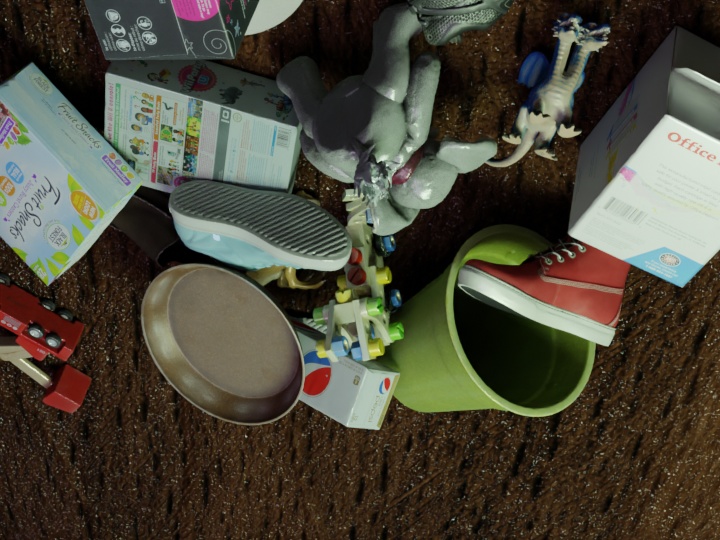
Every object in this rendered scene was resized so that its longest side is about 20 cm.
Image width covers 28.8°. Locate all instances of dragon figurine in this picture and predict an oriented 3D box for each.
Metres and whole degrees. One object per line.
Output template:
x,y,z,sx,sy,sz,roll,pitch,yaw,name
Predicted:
0.174,-0.163,1.302,0.058,0.100,0.200,19,158,-6,dragon figurine

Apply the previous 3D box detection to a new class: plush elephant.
0.035,-0.123,1.325,0.164,0.202,0.154,-29,145,25,plush elephant

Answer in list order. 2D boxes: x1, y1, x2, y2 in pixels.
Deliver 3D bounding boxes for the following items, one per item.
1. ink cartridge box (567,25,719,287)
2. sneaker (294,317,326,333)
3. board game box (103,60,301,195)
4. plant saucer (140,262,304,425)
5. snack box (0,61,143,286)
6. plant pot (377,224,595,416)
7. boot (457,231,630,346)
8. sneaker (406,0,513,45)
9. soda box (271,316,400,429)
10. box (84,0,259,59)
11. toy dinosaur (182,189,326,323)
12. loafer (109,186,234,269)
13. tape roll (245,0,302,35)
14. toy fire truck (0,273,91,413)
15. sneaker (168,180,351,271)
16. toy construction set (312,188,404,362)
0.296,-0.108,1.272,0.127,0.126,0.200,24,138,-10,ink cartridge box
-0.099,0.116,1.689,0.196,0.080,0.130,-3,159,-9,sneaker
-0.160,-0.141,1.431,0.198,0.065,0.148,15,139,0,board game box
-0.141,0.073,1.490,0.198,0.035,0.202,15,127,21,plant saucer
-0.337,-0.097,1.476,0.169,0.068,0.200,47,144,-5,snack box
0.116,0.076,1.504,0.199,0.202,0.189,35,147,-21,plant pot
0.192,-0.019,1.391,0.198,0.146,0.072,17,-176,-33,boot
0.042,-0.259,1.227,0.197,0.077,0.115,12,133,-4,sneaker
-0.055,0.104,1.533,0.199,0.069,0.063,25,-173,39,soda box
-0.171,-0.291,1.177,0.130,0.115,0.201,3,135,17,box
-0.100,-0.006,1.550,0.106,0.061,0.201,31,107,-24,toy dinosaur
-0.219,-0.047,1.545,0.198,0.072,0.073,21,139,-6,loafer
-0.133,-0.303,1.266,0.200,0.037,0.204,10,138,9,tape roll
-0.421,0.092,1.778,0.199,0.049,0.141,31,137,-16,toy fire truck
-0.099,-0.033,1.434,0.198,0.074,0.082,19,145,17,sneaker
0.000,0.000,1.463,0.091,0.203,0.131,3,172,24,toy construction set
